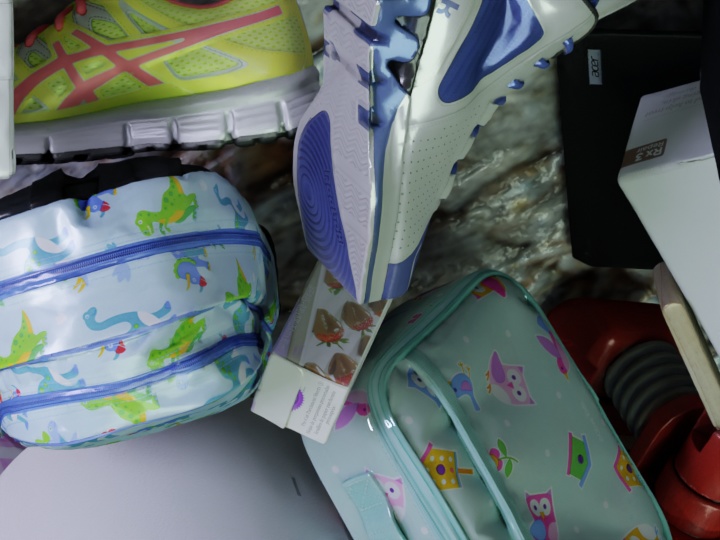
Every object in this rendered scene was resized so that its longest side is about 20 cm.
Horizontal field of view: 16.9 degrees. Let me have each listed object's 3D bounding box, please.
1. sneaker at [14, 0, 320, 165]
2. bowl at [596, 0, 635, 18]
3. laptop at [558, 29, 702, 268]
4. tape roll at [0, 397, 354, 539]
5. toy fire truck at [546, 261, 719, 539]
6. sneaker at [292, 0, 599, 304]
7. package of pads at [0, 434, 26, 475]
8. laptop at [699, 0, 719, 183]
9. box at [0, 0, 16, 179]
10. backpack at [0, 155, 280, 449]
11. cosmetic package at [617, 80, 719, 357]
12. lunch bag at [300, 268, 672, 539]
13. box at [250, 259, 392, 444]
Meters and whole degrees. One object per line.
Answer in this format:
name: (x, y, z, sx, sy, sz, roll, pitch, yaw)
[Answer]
sneaker: (-0.115, -0.094, 1.065, 0.199, 0.091, 0.078, -6, -177, 0)
bowl: (0.083, -0.178, 1.062, 0.199, 0.075, 0.200, -25, 141, -1)
laptop: (0.210, -0.094, 1.255, 0.200, 0.103, 0.178, -40, 146, -23)
tape roll: (-0.086, 0.178, 1.182, 0.201, 0.139, 0.204, -8, 124, -12)
toy fire truck: (0.151, 0.067, 1.285, 0.128, 0.176, 0.201, 5, 128, -31)
sneaker: (0.041, -0.084, 1.004, 0.115, 0.081, 0.200, -8, 122, -24)
package of pads: (-0.265, 0.137, 1.221, 0.199, 0.076, 0.121, 3, 127, -29)
laptop: (0.202, -0.140, 1.040, 0.199, 0.103, 0.178, -29, 136, -26)
box: (-0.241, -0.093, 0.938, 0.199, 0.101, 0.113, -3, 103, -24)
backpack: (-0.108, 0.014, 1.066, 0.162, 0.155, 0.200, -9, 161, -6)
cosmetic package: (0.216, -0.004, 1.188, 0.101, 0.074, 0.200, -14, 124, 29)
lunch bag: (0.064, 0.112, 1.162, 0.077, 0.201, 0.160, -26, -172, 36)
box: (0.000, 0.000, 1.129, 0.039, 0.200, 0.042, 25, 131, 1)
